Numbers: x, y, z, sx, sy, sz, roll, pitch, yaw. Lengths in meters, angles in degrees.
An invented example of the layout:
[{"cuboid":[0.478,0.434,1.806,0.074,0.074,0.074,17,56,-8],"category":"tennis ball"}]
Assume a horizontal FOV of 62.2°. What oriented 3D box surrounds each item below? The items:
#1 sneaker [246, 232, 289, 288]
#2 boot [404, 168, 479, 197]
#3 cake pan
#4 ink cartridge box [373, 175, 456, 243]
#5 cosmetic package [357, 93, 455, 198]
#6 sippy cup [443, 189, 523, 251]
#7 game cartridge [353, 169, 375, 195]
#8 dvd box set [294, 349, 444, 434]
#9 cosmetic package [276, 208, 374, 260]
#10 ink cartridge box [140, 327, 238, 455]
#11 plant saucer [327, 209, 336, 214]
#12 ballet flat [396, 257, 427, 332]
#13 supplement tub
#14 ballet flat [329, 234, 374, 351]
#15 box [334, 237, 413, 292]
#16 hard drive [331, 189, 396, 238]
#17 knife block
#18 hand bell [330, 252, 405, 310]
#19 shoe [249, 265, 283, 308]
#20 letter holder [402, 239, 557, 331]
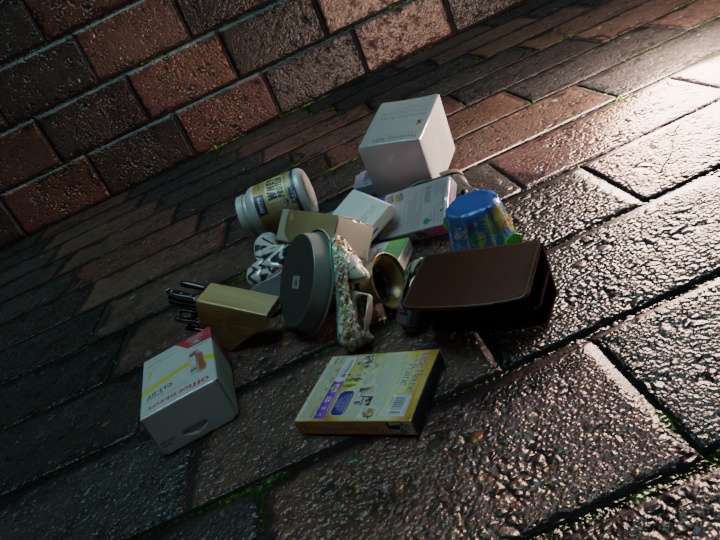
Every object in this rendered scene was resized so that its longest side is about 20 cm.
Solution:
[{"cuboid":[-0.186,-0.035,1.403,0.127,0.080,0.200,-16,28,15],"category":"sneaker"},{"cuboid":[0.178,-0.143,1.301,0.198,0.070,0.175,-31,34,6],"category":"boot"},{"cuboid":[-0.105,0.021,1.116,0.036,0.204,0.200,7,12,-27],"category":"cake pan"},{"cuboid":[0.110,-0.120,1.278,0.197,0.042,0.121,-11,57,35],"category":"ink cartridge box"},{"cuboid":[0.120,-0.301,1.476,0.165,0.168,0.202,-2,44,28],"category":"cosmetic package"},{"cuboid":[0.211,-0.064,1.047,0.175,0.132,0.140,-5,33,35],"category":"sippy cup"},{"cuboid":[0.077,-0.262,1.639,0.197,0.041,0.134,-18,23,15],"category":"game cartridge"},{"cuboid":[0.015,0.179,0.884,0.197,0.030,0.147,-10,30,31],"category":"dvd box set"},{"cuboid":[-0.076,-0.076,1.229,0.198,0.104,0.072,12,88,48],"category":"cosmetic package"},{"cuboid":[-0.304,0.206,1.056,0.144,0.084,0.200,-28,26,-6],"category":"ink cartridge box"},{"cuboid":[-0.067,-0.097,1.473,0.197,0.028,0.201,-20,26,10],"category":"plant saucer"},{"cuboid":[0.105,0.023,1.042,0.068,0.072,0.201,13,36,8],"category":"ballet flat"},{"cuboid":[-0.226,-0.177,1.625,0.197,0.146,0.145,-21,26,9],"category":"supplement tub"},{"cuboid":[-0.010,0.035,1.024,0.063,0.204,0.075,-9,-8,22],"category":"ballet flat"},{"cuboid":[0.000,0.000,1.226,0.197,0.037,0.145,-12,29,29],"category":"box"},{"cuboid":[-0.011,-0.110,1.329,0.132,0.027,0.200,-49,29,-4],"category":"hard drive"},{"cuboid":[-0.279,0.064,1.169,0.199,0.176,0.064,-34,17,35],"category":"knife block"},{"cuboid":[-0.017,0.045,1.128,0.198,0.105,0.104,-21,23,40],"category":"hand bell"},{"cuboid":[-0.162,0.029,1.283,0.199,0.072,0.091,-40,-2,5],"category":"shoe"},{"cuboid":[0.181,0.046,0.909,0.197,0.102,0.143,-7,33,32],"category":"letter holder"}]
